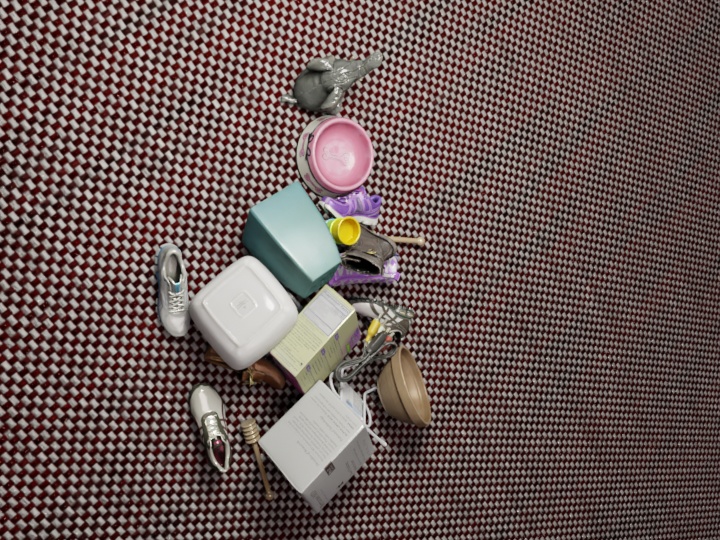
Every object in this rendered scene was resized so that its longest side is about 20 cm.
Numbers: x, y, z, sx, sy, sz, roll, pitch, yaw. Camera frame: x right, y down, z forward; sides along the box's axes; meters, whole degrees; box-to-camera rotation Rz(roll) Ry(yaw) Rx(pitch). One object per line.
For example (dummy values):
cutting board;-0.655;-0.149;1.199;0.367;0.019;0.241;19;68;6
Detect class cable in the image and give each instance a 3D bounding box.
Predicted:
cable;0.015;0.203;1.491;0.200;0.050;0.098;-44;115;-18

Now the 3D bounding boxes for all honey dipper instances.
honey dipper;0.080;-0.078;1.575;0.194;0.038;0.039;4;91;-25
honey dipper;-0.240;0.450;1.459;0.037;0.038;0.206;-18;104;-24

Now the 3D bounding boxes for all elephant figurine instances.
elephant figurine;-0.066;-0.436;1.405;0.139;0.199;0.159;27;81;-24

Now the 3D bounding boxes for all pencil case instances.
pencil case;0.000;0.000;1.523;0.194;0.086;0.086;-4;131;-23

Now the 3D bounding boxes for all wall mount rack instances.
wall mount rack;0.002;0.327;1.488;0.073;0.177;0.201;-24;128;19

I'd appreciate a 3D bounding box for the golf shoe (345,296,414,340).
golf shoe;0.046;0.123;1.557;0.195;0.077;0.097;16;86;-25

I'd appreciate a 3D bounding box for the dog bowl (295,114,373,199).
dog bowl;-0.054;-0.276;1.490;0.194;0.073;0.207;-2;94;-26

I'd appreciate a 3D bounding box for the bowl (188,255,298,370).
bowl;-0.247;0.081;1.314;0.199;0.075;0.200;-40;82;-18

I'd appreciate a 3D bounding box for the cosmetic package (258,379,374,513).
cosmetic package;-0.097;0.404;1.419;0.200;0.164;0.167;-43;148;-17

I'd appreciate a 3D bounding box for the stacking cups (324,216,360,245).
stacking cups;-0.074;-0.086;1.418;0.059;0.198;0.063;0;90;-31

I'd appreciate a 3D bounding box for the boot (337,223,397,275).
boot;-0.013;-0.049;1.426;0.195;0.174;0.071;15;112;16

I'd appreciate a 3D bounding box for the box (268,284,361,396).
box;-0.101;0.167;1.423;0.096;0.177;0.200;38;73;21

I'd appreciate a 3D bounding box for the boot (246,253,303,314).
boot;-0.244;0.087;1.396;0.200;0.076;0.169;43;72;-1

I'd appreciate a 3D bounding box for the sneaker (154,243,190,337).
sneaker;-0.403;0.046;1.328;0.073;0.086;0.207;-11;98;-26

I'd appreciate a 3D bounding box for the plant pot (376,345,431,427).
plant pot;0.101;0.302;1.559;0.091;0.201;0.205;-21;105;15

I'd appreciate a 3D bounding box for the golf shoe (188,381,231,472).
golf shoe;-0.326;0.350;1.381;0.075;0.088;0.206;-18;99;-22

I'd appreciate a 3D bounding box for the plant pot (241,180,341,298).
plant pot;-0.143;-0.054;1.367;0.140;0.142;0.201;-34;79;-30

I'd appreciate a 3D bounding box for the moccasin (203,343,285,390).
moccasin;-0.261;0.224;1.404;0.199;0.073;0.079;35;55;-24

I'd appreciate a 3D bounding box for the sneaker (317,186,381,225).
sneaker;-0.024;-0.161;1.469;0.197;0.080;0.086;-2;117;-51
